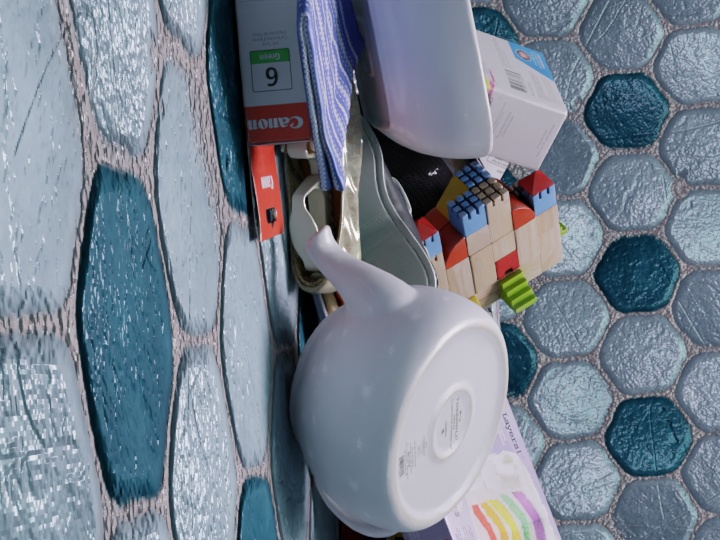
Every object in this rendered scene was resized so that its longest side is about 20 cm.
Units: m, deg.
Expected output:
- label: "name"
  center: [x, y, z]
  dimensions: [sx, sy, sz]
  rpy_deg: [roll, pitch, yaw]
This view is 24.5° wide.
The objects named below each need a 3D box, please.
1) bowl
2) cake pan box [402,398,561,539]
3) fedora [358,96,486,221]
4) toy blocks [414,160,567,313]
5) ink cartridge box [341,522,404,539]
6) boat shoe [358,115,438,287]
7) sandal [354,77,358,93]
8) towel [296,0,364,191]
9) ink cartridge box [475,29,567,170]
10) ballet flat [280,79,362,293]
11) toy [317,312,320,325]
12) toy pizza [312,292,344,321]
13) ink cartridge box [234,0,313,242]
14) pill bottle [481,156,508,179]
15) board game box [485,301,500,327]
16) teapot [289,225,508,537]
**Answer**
- label: "bowl"
  center: [0.036, -0.185, 1.307]
  dimensions: [0.200, 0.074, 0.202]
  rpy_deg: [-137, -144, -76]
- label: "cake pan box"
  center: [0.083, 0.164, 1.434]
  dimensions: [0.184, 0.052, 0.202]
  rpy_deg: [-1, 68, -60]
- label: "fedora"
  center: [0.033, -0.072, 1.589]
  dimensions: [0.092, 0.199, 0.201]
  rpy_deg: [-55, 153, -28]
- label: "toy blocks"
  center: [0.107, -0.034, 1.523]
  dimensions: [0.100, 0.199, 0.137]
  rpy_deg: [47, -20, 40]
- label: "ink cartridge box"
  center: [0.071, 0.284, 1.484]
  dimensions: [0.084, 0.174, 0.201]
  rpy_deg: [80, 8, -49]
- label: "boat shoe"
  center: [0.001, -0.052, 1.369]
  dimensions: [0.060, 0.075, 0.202]
  rpy_deg: [40, 27, -84]
- label: "sandal"
  center: [0.035, -0.135, 1.677]
  dimensions: [0.207, 0.059, 0.079]
  rpy_deg: [46, 62, -24]
- label: "towel"
  center: [-0.021, -0.168, 1.172]
  dimensions: [0.201, 0.024, 0.146]
  rpy_deg: [-86, 169, -52]
- label: "ink cartridge box"
  center: [0.076, -0.173, 1.500]
  dimensions: [0.116, 0.198, 0.068]
  rpy_deg: [-102, -146, -54]
- label: "ballet flat"
  center: [-0.032, -0.079, 1.296]
  dimensions: [0.062, 0.067, 0.202]
  rpy_deg: [-25, 111, -59]
- label: "toy"
  center: [-0.001, 0.062, 1.535]
  dimensions: [0.200, 0.047, 0.116]
  rpy_deg: [-68, 152, -76]
- label: "toy pizza"
  center: [0.000, 0.000, 1.444]
  dimensions: [0.200, 0.031, 0.202]
  rpy_deg: [-14, 90, -72]
- label: "ink cartridge box"
  center: [-0.052, -0.126, 1.186]
  dimensions: [0.109, 0.050, 0.202]
  rpy_deg: [-40, 125, -82]
- label: "pill bottle"
  center: [0.085, -0.096, 1.774]
  dimensions: [0.201, 0.113, 0.113]
  rpy_deg: [-63, 178, 9]
- label: "board game box"
  center: [0.072, 0.045, 1.758]
  dimensions: [0.200, 0.146, 0.065]
  rpy_deg: [62, 23, -75]
- label: "teapot"
  center: [0.012, 0.098, 1.276]
  dimensions: [0.197, 0.145, 0.202]
  rpy_deg: [34, 76, -57]
